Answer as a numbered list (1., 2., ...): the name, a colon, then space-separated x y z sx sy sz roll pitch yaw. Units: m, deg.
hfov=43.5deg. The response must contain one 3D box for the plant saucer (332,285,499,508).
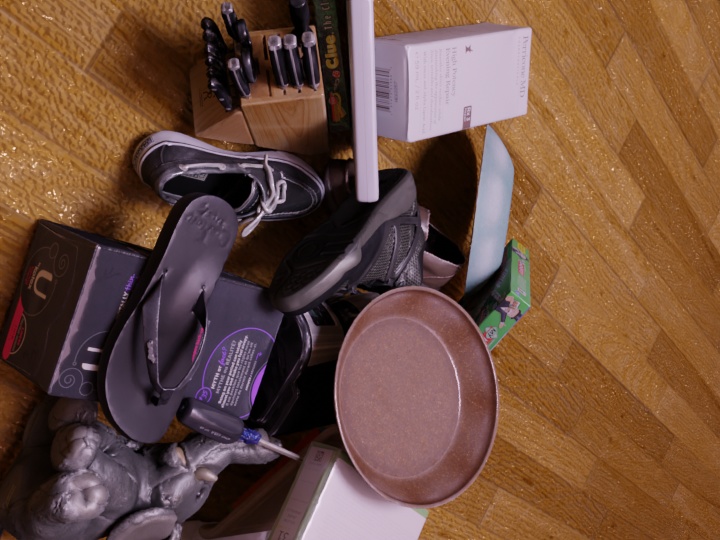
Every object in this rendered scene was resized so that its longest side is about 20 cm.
1. plant saucer: 0.047 0.116 0.833 0.200 0.037 0.201 9 75 -36

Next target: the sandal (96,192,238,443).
1. sandal: -0.145 0.037 0.689 0.076 0.043 0.201 17 90 -46

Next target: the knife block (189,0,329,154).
1. knife block: -0.054 -0.162 0.756 0.200 0.175 0.064 3 77 -46

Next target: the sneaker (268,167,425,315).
1. sneaker: 0.000 0.000 0.830 0.199 0.076 0.114 -48 126 -42

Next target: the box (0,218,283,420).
1. box: -0.180 0.046 0.764 0.200 0.106 0.123 19 90 -47

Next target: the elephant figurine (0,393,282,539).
1. elephant figurine: -0.194 0.191 0.782 0.200 0.155 0.142 30 58 -41

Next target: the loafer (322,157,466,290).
1. loafer: 0.040 -0.055 0.940 0.200 0.071 0.073 40 40 -33

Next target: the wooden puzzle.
1. wooden puzzle: -0.047 0.211 0.930 0.200 0.037 0.185 -38 155 16

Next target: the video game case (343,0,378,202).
1. video game case: -0.001 -0.186 0.824 0.022 0.182 0.201 -3 113 -1

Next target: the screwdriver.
1. screwdriver: -0.077 0.151 0.792 0.200 0.028 0.029 27 93 -38

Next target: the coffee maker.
1. coffee maker: -0.035 0.107 0.914 0.200 0.135 0.193 0 106 -44

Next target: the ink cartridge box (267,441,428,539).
1. ink cartridge box: -0.027 0.276 0.804 0.146 0.048 0.200 43 63 -37

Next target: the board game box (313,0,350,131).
1. board game box: -0.032 -0.236 0.812 0.023 0.105 0.200 -8 114 -2

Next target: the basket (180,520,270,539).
1. basket: -0.121 0.363 0.885 0.200 0.198 0.161 22 94 -48

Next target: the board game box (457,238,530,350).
1. board game box: 0.138 0.047 1.017 0.135 0.029 0.200 -51 -177 20

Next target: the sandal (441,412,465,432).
1. sandal: 0.034 0.218 0.920 0.201 0.057 0.080 -41 154 21

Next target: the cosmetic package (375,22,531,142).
1. cosmetic package: 0.096 -0.206 0.968 0.200 0.074 0.102 -20 119 -37

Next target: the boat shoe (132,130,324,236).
1. boat shoe: -0.103 -0.073 0.810 0.199 0.068 0.074 16 116 -46

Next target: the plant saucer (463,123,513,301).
1. plant saucer: 0.146 -0.062 1.014 0.201 0.039 0.202 8 90 -83
